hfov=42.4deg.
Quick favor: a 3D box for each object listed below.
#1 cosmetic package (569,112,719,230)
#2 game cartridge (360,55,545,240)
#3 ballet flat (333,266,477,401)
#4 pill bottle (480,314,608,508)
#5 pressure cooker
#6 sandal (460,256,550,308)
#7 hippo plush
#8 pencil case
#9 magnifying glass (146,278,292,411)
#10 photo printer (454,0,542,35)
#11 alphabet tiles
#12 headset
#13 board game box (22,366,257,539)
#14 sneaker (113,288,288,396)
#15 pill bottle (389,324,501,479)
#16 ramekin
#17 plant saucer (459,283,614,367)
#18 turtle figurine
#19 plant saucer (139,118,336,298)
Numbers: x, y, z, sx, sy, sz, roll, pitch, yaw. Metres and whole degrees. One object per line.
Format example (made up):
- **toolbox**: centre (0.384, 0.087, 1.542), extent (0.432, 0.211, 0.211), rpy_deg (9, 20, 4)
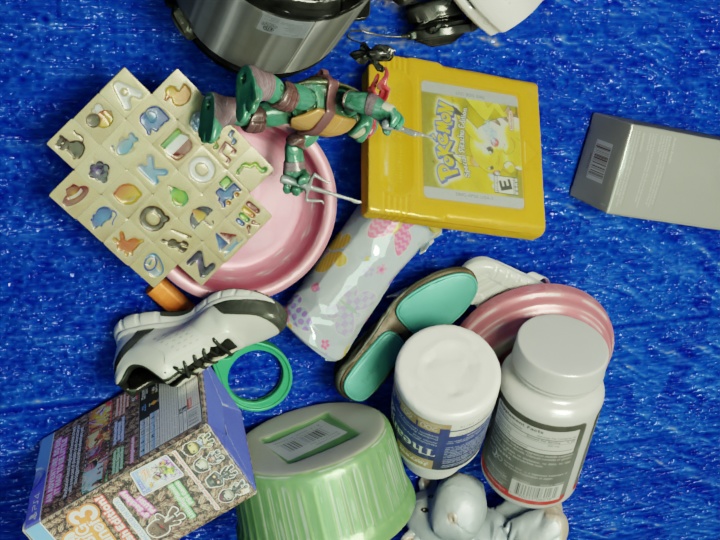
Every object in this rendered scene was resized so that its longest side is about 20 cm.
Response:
- **cosmetic package**: centre (0.359, -0.112, 1.075), extent (0.199, 0.090, 0.108), rpy_deg (7, 105, -23)
- **game cartridge**: centre (0.097, -0.129, 0.964), extent (0.198, 0.032, 0.178), rpy_deg (6, 73, -21)
- **ballet flat**: centre (0.042, 0.060, 1.037), extent (0.200, 0.068, 0.068), rpy_deg (-41, 113, 0)
- **pill bottle**: centre (0.200, 0.153, 1.009), extent (0.113, 0.114, 0.201), rpy_deg (-7, 129, -15)
- **pressure cooker**: centre (-0.081, -0.268, 0.824), extent (0.176, 0.200, 0.179), rpy_deg (44, 69, -6)
- **sandal**: centre (0.195, 0.034, 1.085), extent (0.202, 0.050, 0.082), rpy_deg (34, 119, -28)
- **hippo plush**: centre (0.141, 0.302, 1.134), extent (0.160, 0.200, 0.160), rpy_deg (36, 51, -6)
- **pencil case**: centre (0.000, 0.000, 0.997), extent (0.091, 0.083, 0.200), rpy_deg (36, 94, -38)
- **magnifying glass**: centre (-0.153, 0.080, 1.010), extent (0.080, 0.022, 0.200), rpy_deg (-44, 117, 0)
- **photo printer**: centre (0.142, -0.342, 0.899), extent (0.200, 0.069, 0.167), rpy_deg (-49, 117, -23)
- **alphabet tiles**: centre (-0.186, -0.085, 0.878), extent (0.166, 0.006, 0.200), rpy_deg (-44, 115, 1)
- **headset**: centre (0.067, -0.273, 0.919), extent (0.200, 0.094, 0.124), rpy_deg (-44, 115, -12)
- **board game box**: centre (-0.221, 0.198, 0.940), extent (0.199, 0.160, 0.097), rpy_deg (-30, 115, 0)
- **sneaker**: centre (-0.161, 0.077, 0.928), extent (0.199, 0.080, 0.074), rpy_deg (-16, 139, 21)
- **pill bottle**: centre (0.087, 0.155, 1.022), extent (0.110, 0.111, 0.201), rpy_deg (-17, 148, -12)
- **ramekin**: centre (-0.046, 0.222, 0.998), extent (0.199, 0.200, 0.098), rpy_deg (-16, 105, -12)
- **plant saucer**: centre (0.201, 0.107, 1.079), extent (0.199, 0.051, 0.202), rpy_deg (-4, 128, -5)
- **turtle figurine**: centre (-0.041, -0.135, 0.862), extent (0.199, 0.101, 0.150), rpy_deg (7, 145, -37)
- **plant saucer**: centre (-0.126, -0.069, 0.942), extent (0.199, 0.051, 0.202), rpy_deg (-5, 109, -16)
